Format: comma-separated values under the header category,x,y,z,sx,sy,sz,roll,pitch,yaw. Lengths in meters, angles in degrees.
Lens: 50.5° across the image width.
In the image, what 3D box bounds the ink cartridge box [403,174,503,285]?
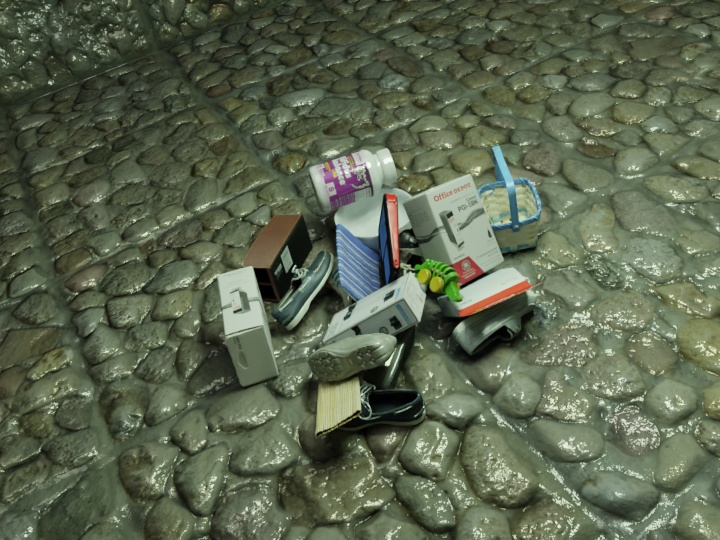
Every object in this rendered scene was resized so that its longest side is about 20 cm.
category,x,y,z,sx,sy,sz,roll,pitch,yaw
ink cartridge box,0.196,-0.081,1.606,0.145,0.203,0.082,-25,5,-35

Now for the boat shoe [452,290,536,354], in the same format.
category,x,y,z,sx,sy,sz,roll,pitch,yaw
boat shoe,0.277,0.108,1.507,0.198,0.071,0.072,-24,63,-20

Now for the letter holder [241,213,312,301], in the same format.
category,x,y,z,sx,sy,sz,roll,pitch,yaw
letter holder,-0.220,-0.034,1.800,0.139,0.102,0.201,3,41,23

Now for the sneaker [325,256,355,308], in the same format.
category,x,y,z,sx,sy,sz,roll,pitch,yaw
sneaker,-0.037,0.034,1.697,0.092,0.071,0.202,-23,37,17

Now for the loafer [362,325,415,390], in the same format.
category,x,y,z,sx,sy,sz,roll,pitch,yaw
loafer,0.058,0.150,1.498,0.068,0.076,0.201,16,46,14

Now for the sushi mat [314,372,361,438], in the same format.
category,x,y,z,sx,sy,sz,roll,pitch,yaw
sushi mat,-0.041,0.236,1.404,0.095,0.012,0.200,-29,15,6

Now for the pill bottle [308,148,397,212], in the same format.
category,x,y,z,sx,sy,sz,roll,pitch,yaw
pill bottle,-0.017,-0.221,1.820,0.196,0.114,0.113,-19,38,-5

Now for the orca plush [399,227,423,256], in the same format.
category,x,y,z,sx,sy,sz,roll,pitch,yaw
orca plush,0.168,-0.070,1.665,0.197,0.072,0.106,15,27,-21

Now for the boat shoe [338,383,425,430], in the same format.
category,x,y,z,sx,sy,sz,roll,pitch,yaw
boat shoe,0.021,0.250,1.404,0.196,0.063,0.076,-2,41,16

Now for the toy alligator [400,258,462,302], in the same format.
category,x,y,z,sx,sy,sz,roll,pitch,yaw
toy alligator,0.145,0.003,1.535,0.059,0.055,0.199,13,14,-37

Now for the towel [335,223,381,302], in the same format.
category,x,y,z,sx,sy,sz,roll,pitch,yaw
towel,0.000,0.000,1.653,0.024,0.144,0.202,-33,37,23

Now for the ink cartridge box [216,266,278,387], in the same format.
category,x,y,z,sx,sy,sz,roll,pitch,yaw
ink cartridge box,-0.234,0.114,1.583,0.081,0.149,0.201,-15,39,-5

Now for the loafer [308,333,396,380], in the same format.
category,x,y,z,sx,sy,sz,roll,pitch,yaw
loafer,-0.016,0.162,1.452,0.197,0.071,0.069,-14,10,37

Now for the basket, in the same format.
category,x,y,z,sx,sy,sz,roll,pitch,yaw
basket,0.326,-0.151,1.687,0.136,0.203,0.178,-9,37,5

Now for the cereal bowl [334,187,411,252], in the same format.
category,x,y,z,sx,sy,sz,roll,pitch,yaw
cereal bowl,0.041,-0.109,1.822,0.196,0.084,0.202,-9,38,7

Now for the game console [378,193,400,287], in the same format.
category,x,y,z,sx,sy,sz,roll,pitch,yaw
game console,0.058,-0.046,1.607,0.030,0.201,0.180,0,66,-2

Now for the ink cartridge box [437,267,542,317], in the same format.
category,x,y,z,sx,sy,sz,roll,pitch,yaw
ink cartridge box,0.250,0.041,1.511,0.158,0.048,0.200,-23,-1,-9

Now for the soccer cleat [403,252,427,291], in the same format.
category,x,y,z,sx,sy,sz,roll,pitch,yaw
soccer cleat,0.129,-0.023,1.694,0.068,0.079,0.202,-4,39,12

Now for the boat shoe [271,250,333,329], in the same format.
category,x,y,z,sx,sy,sz,roll,pitch,yaw
boat shoe,-0.127,0.032,1.671,0.202,0.062,0.075,-59,20,-20

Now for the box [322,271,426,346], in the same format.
category,x,y,z,sx,sy,sz,roll,pitch,yaw
box,0.028,0.094,1.512,0.198,0.061,0.117,-30,17,24
